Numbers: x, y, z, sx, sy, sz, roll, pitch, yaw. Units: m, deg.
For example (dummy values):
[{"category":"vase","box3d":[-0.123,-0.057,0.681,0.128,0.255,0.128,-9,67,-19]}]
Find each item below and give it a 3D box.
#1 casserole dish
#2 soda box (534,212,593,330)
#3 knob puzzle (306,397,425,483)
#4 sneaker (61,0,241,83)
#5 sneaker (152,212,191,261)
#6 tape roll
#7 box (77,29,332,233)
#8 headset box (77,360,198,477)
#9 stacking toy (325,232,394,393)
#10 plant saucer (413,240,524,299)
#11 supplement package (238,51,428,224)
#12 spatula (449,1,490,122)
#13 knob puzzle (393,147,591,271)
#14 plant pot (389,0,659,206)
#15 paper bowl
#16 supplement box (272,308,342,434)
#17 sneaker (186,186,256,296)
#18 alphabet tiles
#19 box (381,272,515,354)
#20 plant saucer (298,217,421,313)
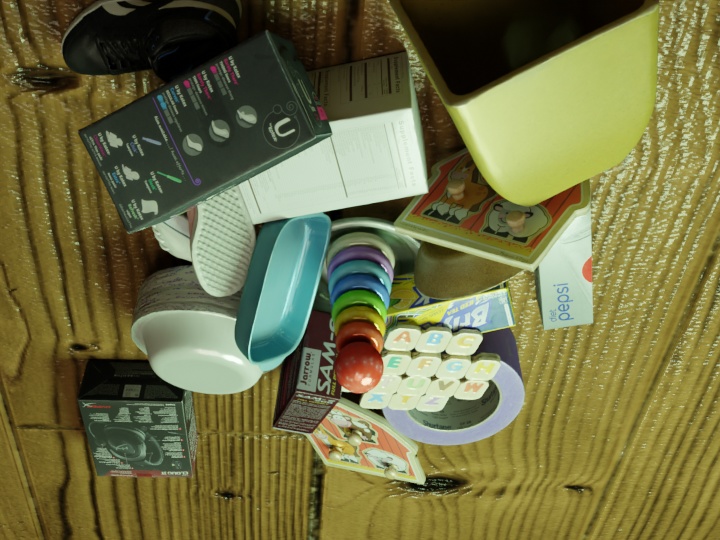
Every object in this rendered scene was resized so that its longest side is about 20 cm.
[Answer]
[{"category":"casserole dish","box3d":[-0.093,0.016,1.059,0.038,0.121,0.203,22,106,26]},{"category":"soda box","box3d":[0.249,-0.019,1.142,0.067,0.064,0.202,-8,133,6]},{"category":"knob puzzle","box3d":[-0.010,0.254,1.363,0.216,0.031,0.221,17,145,13]},{"category":"sneaker","box3d":[-0.217,-0.221,0.911,0.197,0.113,0.074,-14,131,12]},{"category":"sneaker","box3d":[-0.217,-0.054,1.095,0.070,0.074,0.200,-34,125,23]},{"category":"tape roll","box3d":[0.125,0.149,1.284,0.196,0.086,0.202,0,134,0]},{"category":"box","box3d":[-0.139,-0.129,0.867,0.198,0.122,0.107,-25,97,10]},{"category":"headset box","box3d":[-0.319,0.226,1.353,0.146,0.078,0.202,1,134,-1]},{"category":"stacking toy","box3d":[0.002,0.052,1.042,0.084,0.202,0.086,-1,134,-1]},{"category":"plant saucer","box3d":[0.138,-0.047,1.030,0.198,0.201,0.036,-24,115,20]},{"category":"supplement package","box3d":[-0.033,-0.141,0.991,0.196,0.111,0.115,-9,132,8]},{"category":"spatula","box3d":[0.106,-0.240,0.962,0.055,0.021,0.202,-7,134,-5]},{"category":"knob puzzle","box3d":[0.156,-0.097,0.991,0.216,0.222,0.031,-12,132,11]},{"category":"plant pot","box3d":[0.167,-0.181,0.891,0.193,0.196,0.201,-25,136,4]},{"category":"paper bowl","box3d":[-0.191,0.086,1.171,0.197,0.106,0.202,4,151,2]},{"category":"supplement box","box3d":[-0.067,0.137,1.205,0.060,0.111,0.200,11,157,-9]},{"category":"sneaker","box3d":[-0.163,-0.080,1.041,0.074,0.105,0.203,-9,116,-10]},{"category":"alphabet tiles","box3d":[0.073,0.131,1.172,0.196,0.015,0.197,5,142,-12]},{"category":"box","box3d":[0.086,0.044,1.130,0.197,0.065,0.071,-13,132,10]},{"category":"plant saucer","box3d":[0.000,0.000,1.165,0.196,0.051,0.202,-1,133,-1]}]
